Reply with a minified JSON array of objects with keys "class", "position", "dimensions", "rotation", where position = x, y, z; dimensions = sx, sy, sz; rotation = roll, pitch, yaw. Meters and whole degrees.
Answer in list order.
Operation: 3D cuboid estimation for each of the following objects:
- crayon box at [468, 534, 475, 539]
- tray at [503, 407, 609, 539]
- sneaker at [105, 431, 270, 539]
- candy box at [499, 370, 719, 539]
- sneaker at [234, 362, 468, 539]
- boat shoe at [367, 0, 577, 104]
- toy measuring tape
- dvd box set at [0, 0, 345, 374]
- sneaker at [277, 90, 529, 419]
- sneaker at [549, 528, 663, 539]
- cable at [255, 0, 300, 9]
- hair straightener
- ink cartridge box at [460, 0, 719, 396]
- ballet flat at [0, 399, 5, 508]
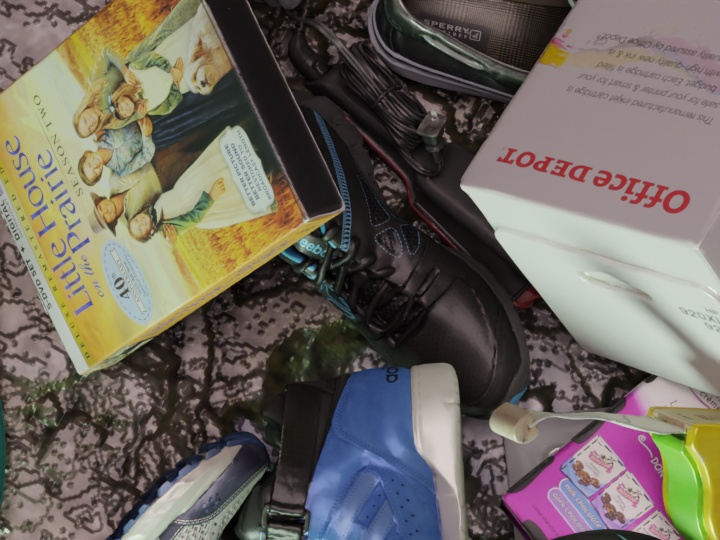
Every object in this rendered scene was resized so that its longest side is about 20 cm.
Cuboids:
[{"class":"crayon box","position":[0.004,0.219,1.460],"dimensions":[0.126,0.052,0.200],"rotation":[40,84,13]},{"class":"tray","position":[0.175,0.116,1.493],"dimensions":[0.199,0.022,0.108],"rotation":[-6,82,0]},{"class":"sneaker","position":[-0.101,0.170,1.473],"dimensions":[0.085,0.077,0.200],"rotation":[38,91,-4]},{"class":"candy box","position":[0.185,0.103,1.452],"dimensions":[0.200,0.061,0.137],"rotation":[-38,83,-3]},{"class":"sneaker","position":[-0.002,0.144,1.411],"dimensions":[0.110,0.077,0.201],"rotation":[-4,73,1]},{"class":"boat shoe","position":[0.103,-0.110,1.499],"dimensions":[0.199,0.071,0.073],"rotation":[6,80,-5]},{"class":"toy measuring tape","position":[0.144,0.099,1.366],"dimensions":[0.199,0.073,0.074],"rotation":[4,80,-30]},{"class":"dvd box set","position":[-0.105,-0.052,1.450],"dimensions":[0.029,0.200,0.147],"rotation":[-19,81,-45]},{"class":"sneaker","position":[0.000,0.000,1.475],"dimensions":[0.200,0.082,0.073],"rotation":[47,117,12]},{"class":"sneaker","position":[0.155,0.161,1.376],"dimensions":[0.199,0.079,0.076],"rotation":[8,83,4]},{"class":"cable","position":[-0.041,-0.230,1.458],"dimensions":[0.069,0.200,0.201],"rotation":[11,120,4]},{"class":"hair straightener","position":[0.032,-0.072,1.498],"dimensions":[0.041,0.077,0.200],"rotation":[-36,79,-23]},{"class":"ink cartridge box","position":[0.176,-0.061,1.397],"dimensions":[0.147,0.145,0.200],"rotation":[18,66,43]},{"class":"ballet flat","position":[-0.218,0.044,1.499],"dimensions":[0.065,0.070,0.201],"rotation":[-8,78,28]}]
